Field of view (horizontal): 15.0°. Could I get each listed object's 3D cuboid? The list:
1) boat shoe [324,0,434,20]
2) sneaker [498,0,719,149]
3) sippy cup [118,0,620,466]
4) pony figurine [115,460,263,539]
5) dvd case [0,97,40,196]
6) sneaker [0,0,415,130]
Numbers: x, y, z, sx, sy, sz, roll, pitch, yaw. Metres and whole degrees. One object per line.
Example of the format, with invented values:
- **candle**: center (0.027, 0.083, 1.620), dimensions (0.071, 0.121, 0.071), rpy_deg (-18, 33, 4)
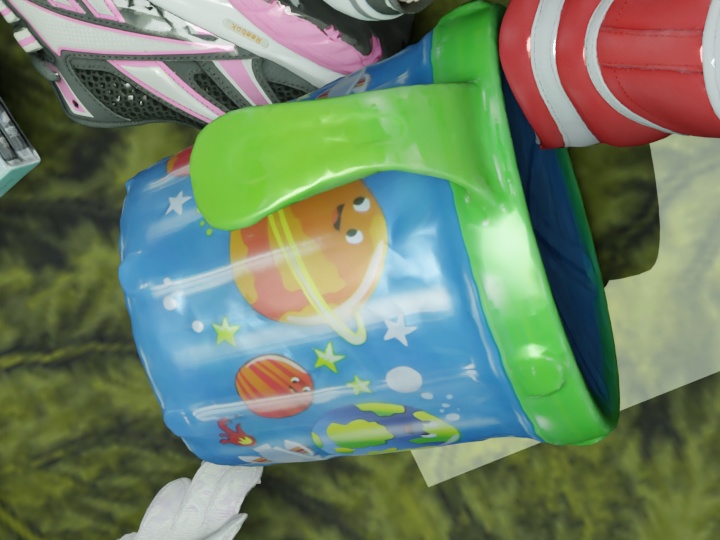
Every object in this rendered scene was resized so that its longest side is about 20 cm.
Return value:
- **boat shoe**: center (0.051, -0.149, 0.712), dimensions (0.057, 0.069, 0.200), rpy_deg (37, 104, 32)
- **sneaker**: center (0.121, -0.070, 0.812), dimensions (0.112, 0.200, 0.072), rpy_deg (5, 95, 36)
- **sippy cup**: center (0.000, 0.000, 0.837), dimensions (0.130, 0.140, 0.178), rpy_deg (-15, 122, 13)
- **pony figurine**: center (-0.132, 0.141, 0.910), dimensions (0.166, 0.193, 0.200), rpy_deg (10, 132, 26)
- **dvd case**: center (-0.205, -0.078, 0.892), dimensions (0.146, 0.022, 0.200), rpy_deg (-37, 82, 33)
- **sneaker**: center (-0.089, -0.090, 0.883), dimensions (0.200, 0.080, 0.086), rpy_deg (31, 120, 6)
